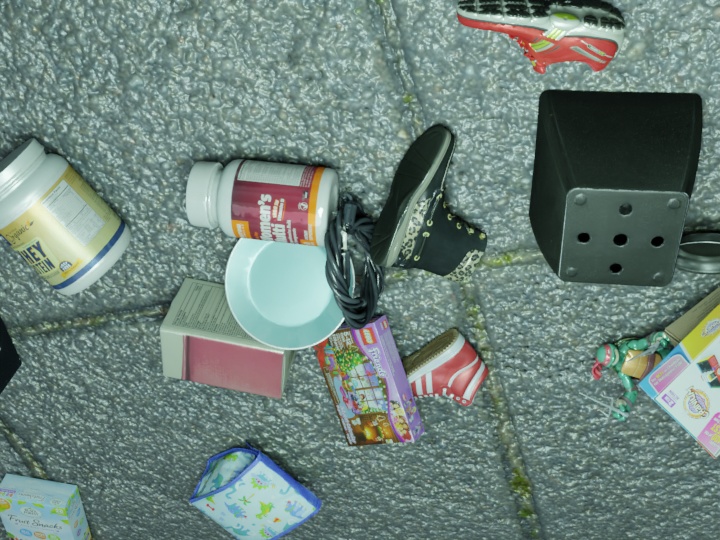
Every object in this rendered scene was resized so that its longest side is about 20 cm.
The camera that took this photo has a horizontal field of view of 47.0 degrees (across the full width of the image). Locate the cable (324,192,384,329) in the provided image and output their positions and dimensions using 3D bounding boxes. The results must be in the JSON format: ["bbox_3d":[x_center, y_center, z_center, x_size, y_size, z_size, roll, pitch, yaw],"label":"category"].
[{"bbox_3d":[0.000,0.000,1.162,0.050,0.165,0.201,-5,145,15],"label":"cable"}]

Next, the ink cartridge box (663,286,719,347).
[{"bbox_3d":[0.549,0.112,1.160,0.164,0.075,0.200,-40,115,4],"label":"ink cartridge box"}]

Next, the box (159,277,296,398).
[{"bbox_3d":[-0.204,0.107,1.320,0.197,0.128,0.110,10,129,4],"label":"box"}]

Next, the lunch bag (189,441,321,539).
[{"bbox_3d":[-0.193,0.418,1.565,0.170,0.128,0.199,43,134,-21],"label":"lunch bag"}]

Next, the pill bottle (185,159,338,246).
[{"bbox_3d":[-0.135,-0.097,1.156,0.197,0.110,0.110,6,129,7],"label":"pill bottle"}]

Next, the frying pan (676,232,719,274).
[{"bbox_3d":[0.445,-0.016,1.143,0.114,0.031,0.189,23,159,-31],"label":"frying pan"}]

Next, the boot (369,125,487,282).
[{"bbox_3d":[0.114,-0.084,1.142,0.152,0.074,0.205,16,107,-30],"label":"boot"}]

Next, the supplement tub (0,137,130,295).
[{"bbox_3d":[-0.453,-0.079,1.216,0.143,0.145,0.200,-25,119,28],"label":"supplement tub"}]

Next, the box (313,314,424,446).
[{"bbox_3d":[0.009,0.179,1.321,0.136,0.039,0.202,-13,100,37],"label":"box"}]

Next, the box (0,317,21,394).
[{"bbox_3d":[-0.742,0.129,1.457,0.196,0.124,0.202,2,128,12],"label":"box"}]

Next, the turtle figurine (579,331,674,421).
[{"bbox_3d":[0.426,0.143,1.231,0.197,0.101,0.151,8,121,-8],"label":"turtle figurine"}]

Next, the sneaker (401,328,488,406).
[{"bbox_3d":[0.116,0.186,1.351,0.199,0.072,0.112,-36,111,30],"label":"sneaker"}]

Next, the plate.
[{"bbox_3d":[-0.105,0.017,1.241,0.197,0.026,0.203,0,92,6],"label":"plate"}]

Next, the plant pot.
[{"bbox_3d":[0.315,-0.090,1.023,0.197,0.178,0.202,3,128,9],"label":"plant pot"}]

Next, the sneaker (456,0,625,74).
[{"bbox_3d":[0.206,-0.273,0.970,0.198,0.077,0.085,12,135,3],"label":"sneaker"}]

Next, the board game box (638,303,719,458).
[{"bbox_3d":[0.488,0.130,1.090,0.153,0.040,0.200,40,98,-22],"label":"board game box"}]

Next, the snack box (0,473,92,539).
[{"bbox_3d":[-0.690,0.542,1.806,0.166,0.068,0.202,7,127,7],"label":"snack box"}]
